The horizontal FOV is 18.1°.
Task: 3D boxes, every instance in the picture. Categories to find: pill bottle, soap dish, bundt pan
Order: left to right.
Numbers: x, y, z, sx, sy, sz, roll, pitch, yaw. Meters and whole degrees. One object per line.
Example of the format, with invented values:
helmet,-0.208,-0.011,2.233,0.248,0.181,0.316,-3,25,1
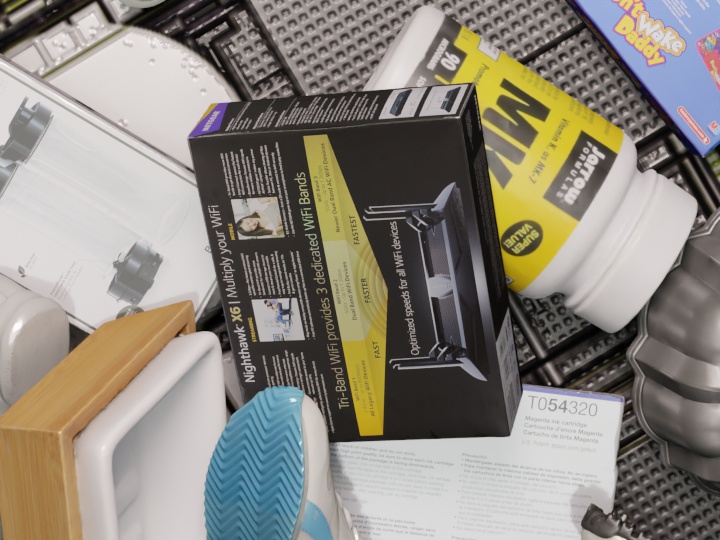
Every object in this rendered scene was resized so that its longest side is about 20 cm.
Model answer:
soap dish,-0.139,0.135,1.285,0.081,0.157,0.201,10,120,21
pill bottle,0.089,-0.056,1.321,0.199,0.114,0.115,32,94,-5
bundt pan,0.262,0.055,1.328,0.201,0.076,0.203,-5,108,-16

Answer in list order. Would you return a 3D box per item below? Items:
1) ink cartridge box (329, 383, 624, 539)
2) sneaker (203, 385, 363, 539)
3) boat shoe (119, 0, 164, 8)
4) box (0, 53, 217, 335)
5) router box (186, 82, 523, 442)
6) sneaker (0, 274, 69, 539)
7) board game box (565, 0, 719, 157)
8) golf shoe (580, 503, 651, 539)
ink cartridge box,0.053,0.161,1.380,0.195,0.043,0.201,7,94,-1
sneaker,-0.037,0.158,1.307,0.076,0.081,0.201,16,115,40
boat shoe,-0.096,-0.250,1.322,0.060,0.075,0.200,43,106,32
box,-0.172,-0.038,1.341,0.199,0.060,0.117,30,95,-5
router box,0.000,0.000,1.275,0.156,0.052,0.201,-3,116,15
sneaker,-0.226,0.087,1.346,0.088,0.075,0.201,28,121,27
board game box,0.189,-0.187,1.344,0.134,0.045,0.200,-40,96,3
golf shoe,0.177,0.231,1.348,0.094,0.078,0.200,-39,109,-10
